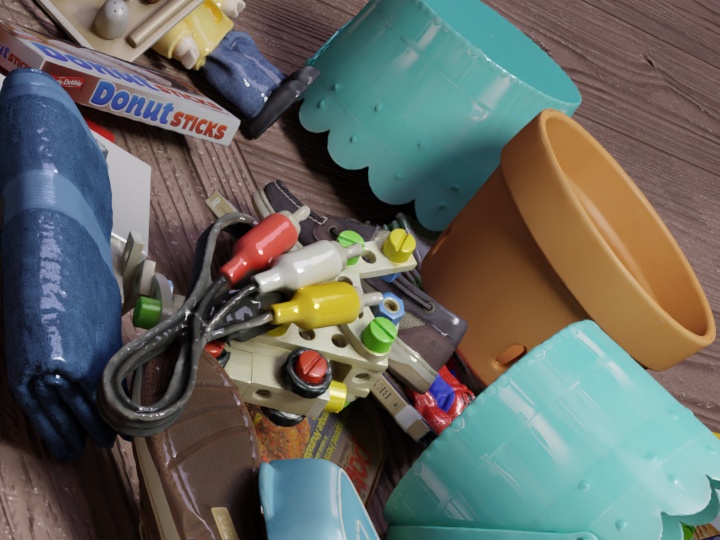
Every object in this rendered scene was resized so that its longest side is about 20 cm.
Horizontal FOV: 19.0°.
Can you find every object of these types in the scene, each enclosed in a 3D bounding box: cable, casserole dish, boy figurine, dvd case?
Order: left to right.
[{"bbox_3d":[-0.122,-0.191,1.597,0.200,0.064,0.124,46,28,-2],"label":"boy figurine"},{"bbox_3d":[-0.076,0.016,1.151,0.097,0.050,0.200,47,39,13],"label":"cable"},{"bbox_3d":[-0.022,0.036,1.388,0.200,0.016,0.149,48,-1,8],"label":"dvd case"},{"bbox_3d":[0.001,0.184,1.141,0.121,0.039,0.201,-95,161,-67],"label":"casserole dish"}]

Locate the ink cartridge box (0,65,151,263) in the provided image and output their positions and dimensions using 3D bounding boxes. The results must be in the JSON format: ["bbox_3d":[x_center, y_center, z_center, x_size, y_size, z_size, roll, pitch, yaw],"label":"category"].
[{"bbox_3d":[-0.221,-0.097,1.327,0.199,0.045,0.177,32,29,-26],"label":"ink cartridge box"}]

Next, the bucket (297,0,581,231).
[{"bbox_3d":[0.063,-0.132,1.665,0.207,0.135,0.207,34,18,-12],"label":"bucket"}]

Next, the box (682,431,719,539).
[{"bbox_3d":[0.273,0.230,1.488,0.199,0.122,0.193,16,38,-45],"label":"box"}]

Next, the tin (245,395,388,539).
[{"bbox_3d":[-0.042,0.110,1.292,0.112,0.042,0.200,38,25,-6],"label":"tin"}]

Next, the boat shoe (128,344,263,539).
[{"bbox_3d":[-0.092,0.136,1.129,0.074,0.075,0.204,11,50,-37],"label":"boat shoe"}]

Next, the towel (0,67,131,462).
[{"bbox_3d":[-0.162,-0.006,1.175,0.112,0.048,0.201,69,12,-58],"label":"towel"}]

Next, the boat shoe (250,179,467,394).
[{"bbox_3d":[0.000,0.000,1.432,0.200,0.065,0.072,47,-1,37],"label":"boat shoe"}]

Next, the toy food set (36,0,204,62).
[{"bbox_3d":[-0.160,-0.249,1.525,0.144,0.060,0.200,46,66,3],"label":"toy food set"}]

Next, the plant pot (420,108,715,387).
[{"bbox_3d":[0.137,0.006,1.519,0.200,0.140,0.201,45,21,-22],"label":"plant pot"}]

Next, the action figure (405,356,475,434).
[{"bbox_3d":[0.036,0.054,1.487,0.201,0.052,0.065,56,22,17],"label":"action figure"}]

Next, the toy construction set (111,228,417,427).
[{"bbox_3d":[-0.063,0.024,1.251,0.198,0.092,0.132,5,53,-7],"label":"toy construction set"}]

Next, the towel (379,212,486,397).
[{"bbox_3d":[0.103,0.046,1.615,0.149,0.031,0.201,10,42,-50],"label":"towel"}]

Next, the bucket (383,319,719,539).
[{"bbox_3d":[0.120,0.140,1.294,0.135,0.207,0.207,47,25,15],"label":"bucket"}]

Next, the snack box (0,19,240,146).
[{"bbox_3d":[-0.167,-0.125,1.433,0.072,0.024,0.199,36,13,34],"label":"snack box"}]
